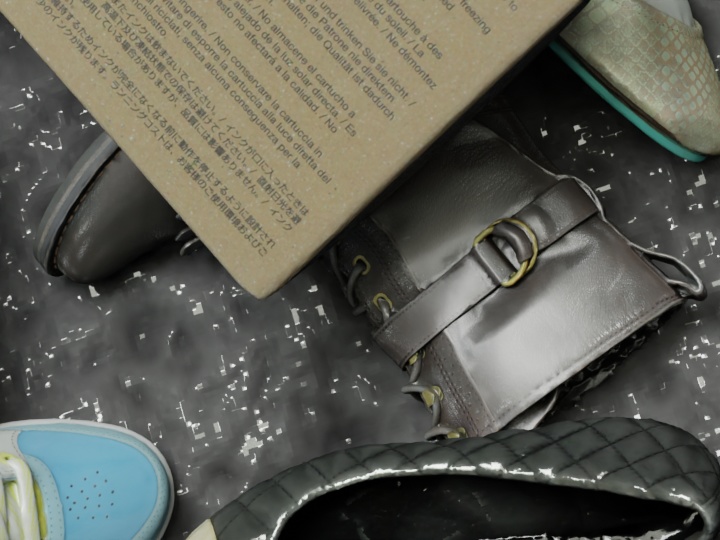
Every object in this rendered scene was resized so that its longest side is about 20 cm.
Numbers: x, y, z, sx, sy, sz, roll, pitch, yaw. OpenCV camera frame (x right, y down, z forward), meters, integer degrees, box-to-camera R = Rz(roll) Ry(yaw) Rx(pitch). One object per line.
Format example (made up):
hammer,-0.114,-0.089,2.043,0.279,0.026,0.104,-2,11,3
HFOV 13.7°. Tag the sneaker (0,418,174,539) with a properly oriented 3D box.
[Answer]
sneaker,-0.137,0.092,0.993,0.199,0.130,0.080,-15,87,-26

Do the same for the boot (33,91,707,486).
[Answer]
boot,0.000,0.000,1.060,0.199,0.069,0.175,-33,79,8

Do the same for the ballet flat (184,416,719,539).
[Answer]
ballet flat,0.025,0.089,1.009,0.199,0.057,0.067,-15,97,3

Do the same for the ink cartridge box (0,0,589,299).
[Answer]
ink cartridge box,-0.035,-0.120,0.979,0.165,0.075,0.200,-42,88,22

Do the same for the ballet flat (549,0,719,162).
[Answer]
ballet flat,0.068,-0.122,1.074,0.200,0.067,0.062,42,110,18
